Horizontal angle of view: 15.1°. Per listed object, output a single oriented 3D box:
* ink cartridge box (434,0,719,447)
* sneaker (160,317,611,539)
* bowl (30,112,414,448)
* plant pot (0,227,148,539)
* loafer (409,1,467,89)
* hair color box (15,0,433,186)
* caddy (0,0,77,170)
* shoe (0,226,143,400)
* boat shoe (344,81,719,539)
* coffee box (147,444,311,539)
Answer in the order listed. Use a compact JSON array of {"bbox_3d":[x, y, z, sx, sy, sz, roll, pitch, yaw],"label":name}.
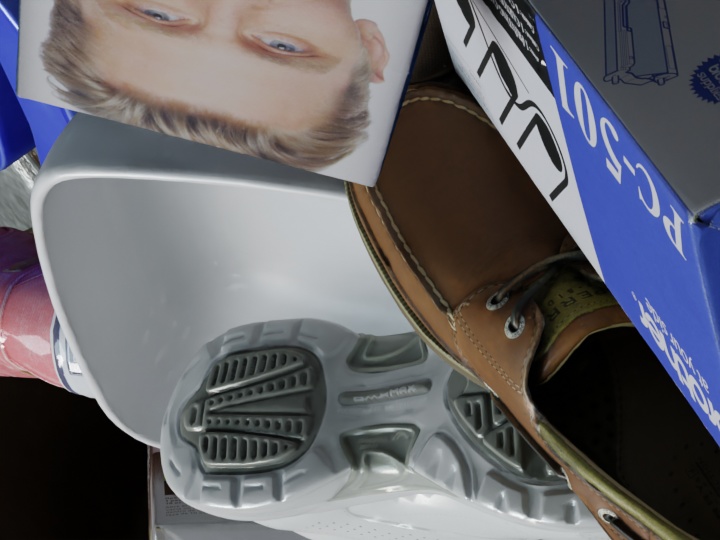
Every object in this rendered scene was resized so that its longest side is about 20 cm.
[{"bbox_3d":[0.068,-0.043,0.688,0.200,0.044,0.094,-121,9,-49],"label":"ink cartridge box"},{"bbox_3d":[0.043,0.054,0.846,0.200,0.078,0.099,0,160,31],"label":"sneaker"},{"bbox_3d":[0.000,0.000,0.906,0.199,0.075,0.200,9,151,11],"label":"bowl"},{"bbox_3d":[-0.103,0.095,1.277,0.200,0.200,0.175,36,176,32],"label":"plant pot"},{"bbox_3d":[-0.035,-0.134,0.829,0.200,0.073,0.071,37,149,14],"label":"loafer"},{"bbox_3d":[-0.024,-0.100,0.626,0.100,0.061,0.200,14,153,0],"label":"hair color box"},{"bbox_3d":[-0.102,-0.103,0.960,0.141,0.105,0.200,36,159,30],"label":"caddy"},{"bbox_3d":[-0.090,0.011,1.068,0.091,0.072,0.200,11,-173,25],"label":"shoe"},{"bbox_3d":[0.065,0.016,0.749,0.200,0.072,0.068,48,175,19],"label":"boat shoe"},{"bbox_3d":[-0.042,0.120,1.052,0.200,0.080,0.115,-111,20,-76],"label":"coffee box"}]
